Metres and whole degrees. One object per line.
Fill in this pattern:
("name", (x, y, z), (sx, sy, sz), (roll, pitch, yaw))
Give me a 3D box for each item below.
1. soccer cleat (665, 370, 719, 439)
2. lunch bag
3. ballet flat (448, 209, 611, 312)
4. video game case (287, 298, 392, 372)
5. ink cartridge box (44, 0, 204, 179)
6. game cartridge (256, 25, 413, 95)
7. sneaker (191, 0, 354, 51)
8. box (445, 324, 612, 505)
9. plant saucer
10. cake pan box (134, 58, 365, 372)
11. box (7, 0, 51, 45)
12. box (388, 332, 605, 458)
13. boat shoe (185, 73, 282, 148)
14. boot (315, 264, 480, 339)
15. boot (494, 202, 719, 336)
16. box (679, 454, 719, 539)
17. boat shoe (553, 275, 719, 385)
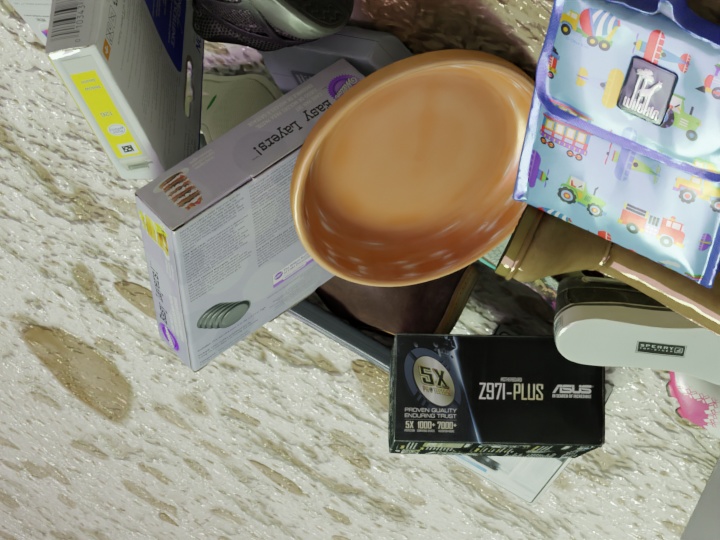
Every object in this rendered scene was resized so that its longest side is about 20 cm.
("soccer cleat", (0.309, 0.110, 1.781), (0.086, 0.070, 0.200), (-6, 143, 33))
("lunch bag", (0.193, -0.109, 1.468), (0.150, 0.094, 0.200), (25, 144, 17))
("ballet flat", (0.144, -0.015, 1.727), (0.071, 0.069, 0.200), (-22, 133, 35))
("video game case", (-0.007, 0.062, 2.026), (0.143, 0.019, 0.200), (30, 178, 2))
("ink cartridge box", (-0.162, -0.171, 1.612), (0.047, 0.198, 0.200), (-7, 145, 11))
("game cartridge", (0.012, -0.114, 1.714), (0.133, 0.042, 0.200), (10, 149, 32))
("sneaker", (-0.110, -0.220, 1.594), (0.199, 0.076, 0.114), (35, 151, -22))
("box", (0.139, 0.130, 2.019), (0.116, 0.060, 0.200), (30, 157, 2))
("plant saucer", (0.041, -0.076, 1.604), (0.200, 0.200, 0.037), (56, -176, -45))
("cake pan box", (-0.064, -0.040, 1.654), (0.052, 0.200, 0.184), (45, 159, 25))
("box", (-0.240, -0.246, 1.746), (0.156, 0.041, 0.200), (7, 147, 44))
("box", (0.105, 0.102, 1.819), (0.163, 0.086, 0.200), (1, 173, 0))
("boat shoe", (-0.088, -0.110, 1.777), (0.068, 0.072, 0.200), (38, 172, -26))
("boot", (0.000, 0.000, 1.905), (0.166, 0.072, 0.200), (32, 162, -10))
("boot", (0.208, 0.003, 1.592), (0.200, 0.175, 0.066), (29, 118, 10))
("box", (0.356, 0.280, 1.879), (0.199, 0.200, 0.131), (20, 155, 24))
("boat shoe", (0.243, 0.037, 1.693), (0.199, 0.064, 0.071), (9, 138, -4))
